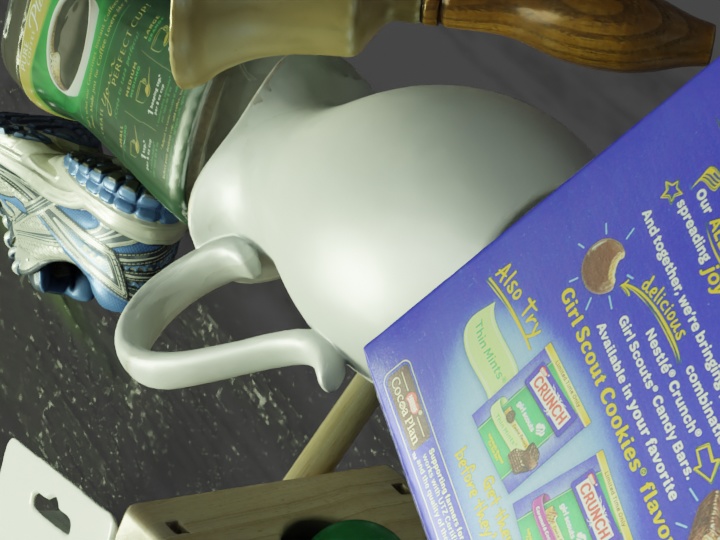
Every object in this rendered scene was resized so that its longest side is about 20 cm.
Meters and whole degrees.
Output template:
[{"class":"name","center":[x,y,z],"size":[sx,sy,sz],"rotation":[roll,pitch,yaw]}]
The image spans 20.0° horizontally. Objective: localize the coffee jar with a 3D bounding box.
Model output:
[{"class":"coffee jar","center":[-0.097,-0.101,0.986],"size":[0.200,0.085,0.105],"rotation":[37,116,45]}]

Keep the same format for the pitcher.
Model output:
[{"class":"pitcher","center":[0.000,0.000,0.807],"size":[0.172,0.121,0.199],"rotation":[-48,36,-13]}]

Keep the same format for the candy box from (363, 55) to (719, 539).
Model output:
[{"class":"candy box","center":[0.113,0.045,0.617],"size":[0.200,0.077,0.170],"rotation":[-40,54,30]}]

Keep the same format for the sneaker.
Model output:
[{"class":"sneaker","center":[-0.163,-0.031,1.066],"size":[0.199,0.077,0.086],"rotation":[27,110,49]}]

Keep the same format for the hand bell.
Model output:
[{"class":"hand bell","center":[0.036,-0.103,0.778],"size":[0.104,0.198,0.105],"rotation":[11,-90,-85]}]

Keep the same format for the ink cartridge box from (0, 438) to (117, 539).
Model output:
[{"class":"ink cartridge box","center":[-0.144,0.196,1.015],"size":[0.116,0.066,0.202],"rotation":[27,106,49]}]

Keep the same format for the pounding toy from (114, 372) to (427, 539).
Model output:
[{"class":"pounding toy","center":[-0.031,0.146,0.818],"size":[0.142,0.183,0.201],"rotation":[39,115,32]}]
